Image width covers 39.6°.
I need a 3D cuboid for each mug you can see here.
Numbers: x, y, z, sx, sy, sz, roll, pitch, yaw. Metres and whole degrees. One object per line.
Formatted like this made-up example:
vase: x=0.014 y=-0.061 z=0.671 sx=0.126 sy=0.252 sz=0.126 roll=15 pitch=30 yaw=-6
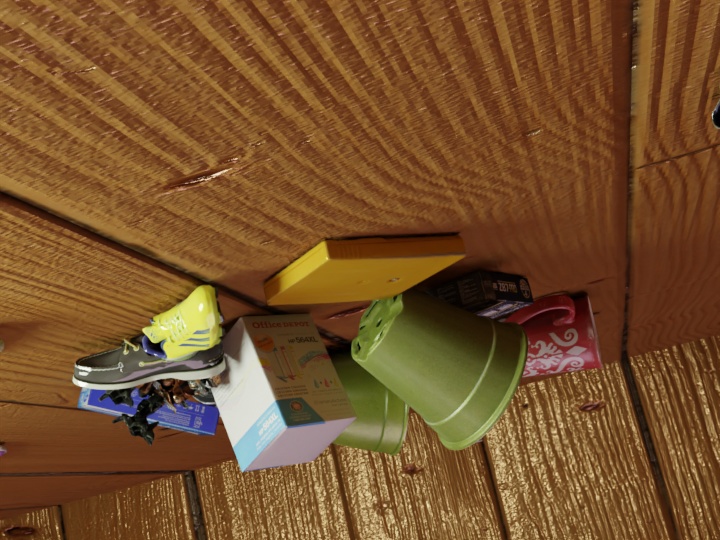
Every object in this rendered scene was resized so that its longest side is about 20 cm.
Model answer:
mug: x=0.325 y=0.111 z=1.822 sx=0.198 sy=0.179 sz=0.134 roll=-12 pitch=-157 yaw=15

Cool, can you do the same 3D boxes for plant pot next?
plant pot: x=0.095 y=0.114 z=1.381 sx=0.189 sy=0.201 sz=0.200 roll=31 pitch=149 yaw=-15
plant pot: x=-0.032 y=0.223 z=1.769 sx=0.191 sy=0.202 sz=0.200 roll=3 pitch=162 yaw=-14

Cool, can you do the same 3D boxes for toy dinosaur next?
toy dinosaur: x=-0.287 y=0.161 z=1.406 sx=0.199 sy=0.102 sz=0.136 roll=-18 pitch=-153 yaw=47

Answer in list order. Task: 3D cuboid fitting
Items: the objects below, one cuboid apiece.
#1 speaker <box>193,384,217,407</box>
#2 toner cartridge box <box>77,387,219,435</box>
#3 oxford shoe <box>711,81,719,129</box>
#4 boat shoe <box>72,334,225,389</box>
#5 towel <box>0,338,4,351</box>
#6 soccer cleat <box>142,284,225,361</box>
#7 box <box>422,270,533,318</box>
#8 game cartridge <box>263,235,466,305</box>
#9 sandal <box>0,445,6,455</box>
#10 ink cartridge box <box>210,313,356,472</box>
speaker: x=-0.231 y=0.188 z=1.618 sx=0.081 sy=0.082 sz=0.200 roll=-12 pitch=166 yaw=-4
toner cartridge box: x=-0.322 y=0.210 z=1.526 sx=0.199 sy=0.044 sz=0.095 roll=17 pitch=164 yaw=-21
oxford shoe: x=0.348 y=-0.154 z=0.849 sx=0.074 sy=0.071 sz=0.200 roll=-9 pitch=165 yaw=7
boat shoe: x=-0.282 y=0.112 z=1.327 sx=0.200 sy=0.061 sz=0.072 roll=-6 pitch=-155 yaw=-11
towel: x=-0.515 y=0.102 z=1.114 sx=0.199 sy=0.037 sz=0.148 roll=-1 pitch=160 yaw=-41
soccer cleat: x=-0.216 y=0.069 z=1.207 sx=0.083 sy=0.065 sz=0.200 roll=-2 pitch=163 yaw=-23
box: x=0.141 y=0.058 z=1.525 sx=0.199 sy=0.049 sz=0.161 roll=-23 pitch=165 yaw=32
game cartridge: x=0.000 y=0.000 z=1.214 sx=0.199 sy=0.033 sz=0.176 roll=-1 pitch=162 yaw=-34
sandal: x=-0.768 y=0.380 z=1.930 sx=0.201 sy=0.050 sz=0.082 roll=-17 pitch=166 yaw=14
ink cartridge box: x=-0.121 y=0.157 z=1.401 sx=0.128 sy=0.201 sz=0.125 roll=0 pitch=144 yaw=-42
